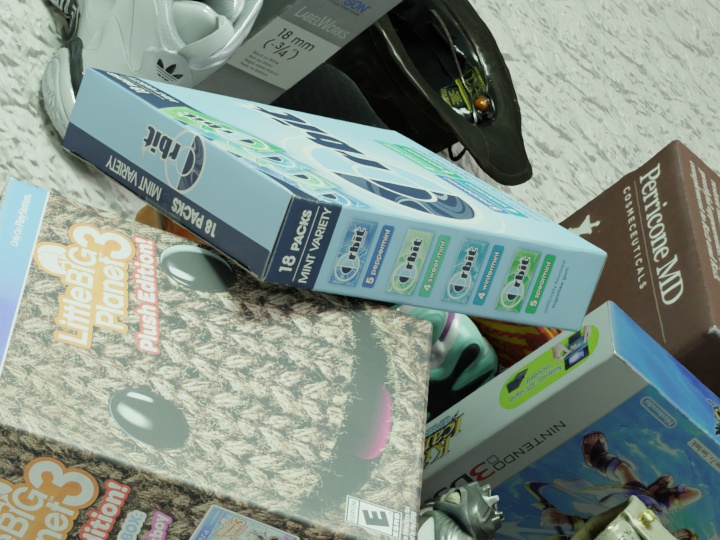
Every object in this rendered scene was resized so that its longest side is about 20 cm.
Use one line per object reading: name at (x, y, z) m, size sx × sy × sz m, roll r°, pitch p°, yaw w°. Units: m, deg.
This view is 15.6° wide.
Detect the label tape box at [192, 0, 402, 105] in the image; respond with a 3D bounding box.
label tape box at (-0.042, -0.191, 1.461) m, size 0.063 × 0.200 × 0.145 m, roll 22°, pitch 40°, yaw -48°

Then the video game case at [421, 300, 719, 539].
video game case at (0.125, 0.131, 1.381) m, size 0.200 × 0.181 × 0.046 m, roll 40°, pitch 30°, yaw -27°

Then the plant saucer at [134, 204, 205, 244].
plant saucer at (-0.052, 0.051, 1.302) m, size 0.201 × 0.032 × 0.200 m, roll 54°, pitch 10°, yaw -15°

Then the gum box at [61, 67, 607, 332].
gum box at (-0.012, -0.033, 1.221) m, size 0.199 × 0.045 × 0.170 m, roll 9°, pitch 17°, yaw -41°

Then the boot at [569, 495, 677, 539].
boot at (0.166, 0.182, 1.243) m, size 0.155 × 0.072 × 0.200 m, roll 47°, pitch -4°, yaw -4°

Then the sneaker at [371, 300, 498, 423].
sneaker at (0.000, 0.000, 1.414) m, size 0.140 × 0.077 × 0.200 m, roll 59°, pitch 2°, yaw 35°

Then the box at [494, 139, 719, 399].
box at (0.162, 0.073, 1.496) m, size 0.164 × 0.200 × 0.167 m, roll 38°, pitch 29°, yaw -29°

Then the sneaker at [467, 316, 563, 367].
sneaker at (0.067, -0.005, 1.469) m, size 0.200 × 0.077 × 0.073 m, roll 37°, pitch -21°, yaw 57°

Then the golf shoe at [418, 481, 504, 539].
golf shoe at (0.023, 0.155, 1.276) m, size 0.078 × 0.094 × 0.200 m, roll 61°, pitch -9°, yaw 15°

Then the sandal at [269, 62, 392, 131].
sandal at (-0.018, -0.068, 1.503) m, size 0.075 × 0.048 × 0.200 m, roll -5°, pitch 35°, yaw -34°

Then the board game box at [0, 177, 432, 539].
board game box at (-0.080, 0.072, 1.105) m, size 0.199 × 0.097 × 0.160 m, roll 18°, pitch 35°, yaw -10°

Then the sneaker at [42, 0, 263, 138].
sneaker at (-0.110, -0.151, 1.394) m, size 0.075 × 0.115 × 0.201 m, roll 37°, pitch 30°, yaw -33°

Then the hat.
hat at (0.026, -0.123, 1.642) m, size 0.201 × 0.081 × 0.201 m, roll 49°, pitch 25°, yaw -32°
